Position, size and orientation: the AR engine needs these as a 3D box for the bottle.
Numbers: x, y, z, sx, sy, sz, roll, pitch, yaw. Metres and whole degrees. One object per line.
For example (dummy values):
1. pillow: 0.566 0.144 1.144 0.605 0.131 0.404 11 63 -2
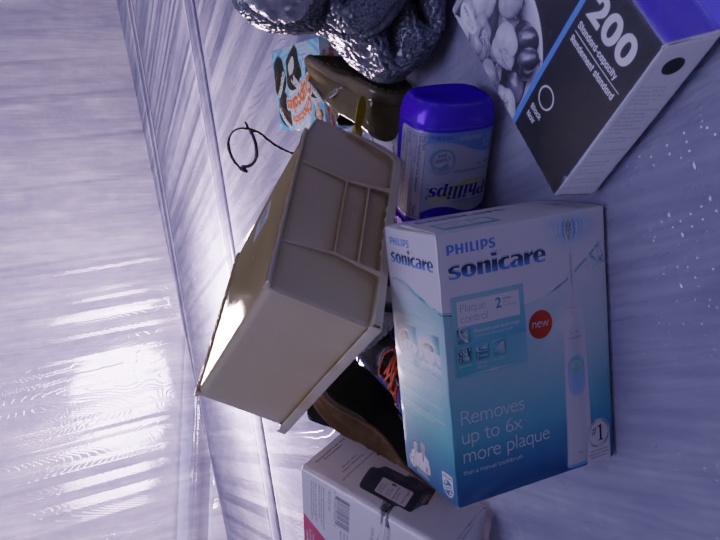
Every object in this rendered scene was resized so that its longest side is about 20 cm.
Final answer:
1. bottle: 0.072 -0.067 0.680 0.065 0.083 0.201 -132 38 -51

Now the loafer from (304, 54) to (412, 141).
1. loafer: -0.012 -0.200 0.837 0.200 0.076 0.068 -133 45 -54

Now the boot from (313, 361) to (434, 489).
1. boot: 0.033 0.177 0.809 0.200 0.074 0.076 37 143 1

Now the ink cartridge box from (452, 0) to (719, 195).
1. ink cartridge box: 0.147 -0.187 0.496 0.200 0.043 0.199 116 139 -55

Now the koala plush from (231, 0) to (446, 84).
1. koala plush: -0.035 -0.265 0.680 0.177 0.199 0.185 -132 42 -52

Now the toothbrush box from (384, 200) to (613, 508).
1. toothbrush box: 0.108 0.055 0.564 0.085 0.146 0.201 -164 66 -65

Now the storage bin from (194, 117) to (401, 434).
1. storage bin: -0.055 0.005 0.654 0.200 0.093 0.199 128 158 -47

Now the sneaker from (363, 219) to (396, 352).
1. sneaker: 0.000 0.000 0.797 0.200 0.079 0.130 -65 20 -5

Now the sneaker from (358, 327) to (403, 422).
1. sneaker: 0.060 0.114 0.734 0.200 0.078 0.076 36 114 36

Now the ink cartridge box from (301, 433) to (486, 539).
1. ink cartridge box: 0.034 0.297 0.836 0.199 0.084 0.145 20 124 33

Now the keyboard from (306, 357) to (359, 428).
1. keyboard: -0.035 0.090 0.867 0.104 0.040 0.201 9 113 47

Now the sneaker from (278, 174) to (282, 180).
1. sneaker: -0.093 -0.037 0.939 0.202 0.077 0.147 -28 65 33

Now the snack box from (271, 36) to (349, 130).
1. snack box: -0.072 -0.252 1.015 0.200 0.037 0.117 -157 59 -64

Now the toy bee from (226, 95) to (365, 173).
1. toy bee: -0.022 -0.123 0.770 0.200 0.109 0.131 40 118 21

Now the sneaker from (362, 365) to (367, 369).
1. sneaker: 0.042 0.140 0.865 0.085 0.077 0.200 63 154 26
